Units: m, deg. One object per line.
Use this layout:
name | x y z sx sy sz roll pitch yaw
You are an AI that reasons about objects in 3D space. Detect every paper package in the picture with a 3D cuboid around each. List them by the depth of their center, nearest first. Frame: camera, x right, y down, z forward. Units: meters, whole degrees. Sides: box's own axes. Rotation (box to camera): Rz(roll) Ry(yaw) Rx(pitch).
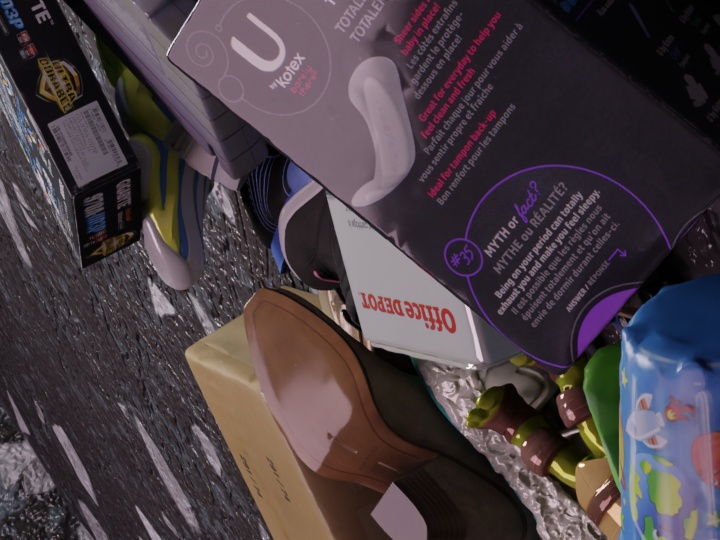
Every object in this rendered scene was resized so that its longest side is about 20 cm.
paper package | -0.020 0.125 1.522 0.201 0.103 0.190 64 164 -15

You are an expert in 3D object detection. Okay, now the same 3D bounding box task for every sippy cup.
sippy cup | 0.164 0.075 0.908 0.176 0.140 0.132 -1 113 26

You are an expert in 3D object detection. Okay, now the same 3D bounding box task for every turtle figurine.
turtle figurine | 0.135 0.105 1.125 0.162 0.064 0.201 51 141 20

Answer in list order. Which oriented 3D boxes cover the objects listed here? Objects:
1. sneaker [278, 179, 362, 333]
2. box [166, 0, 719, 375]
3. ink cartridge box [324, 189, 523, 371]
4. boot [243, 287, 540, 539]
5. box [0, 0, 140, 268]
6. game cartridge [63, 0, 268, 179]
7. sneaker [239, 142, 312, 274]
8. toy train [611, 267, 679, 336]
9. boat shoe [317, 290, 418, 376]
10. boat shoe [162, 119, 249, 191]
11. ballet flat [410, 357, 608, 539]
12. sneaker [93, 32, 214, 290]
sneaker | 0.000 0.000 1.223 0.200 0.070 0.100 130 139 -64
box | 0.047 -0.080 0.838 0.200 0.106 0.122 39 123 1
ink cartridge box | 0.038 -0.065 1.034 0.146 0.082 0.202 12 118 67
boot | 0.032 0.085 1.265 0.070 0.146 0.201 -43 73 32
box | -0.183 -0.098 1.286 0.160 0.046 0.200 63 170 8
game cartridge | -0.127 -0.150 1.173 0.200 0.038 0.130 46 163 27
sneaker | -0.040 -0.063 1.330 0.078 0.070 0.200 60 161 11
toy train | 0.104 0.004 1.100 0.046 0.034 0.200 62 164 -18
boat shoe | 0.032 0.079 1.355 0.201 0.071 0.064 64 163 -10
boat shoe | -0.074 -0.131 1.233 0.069 0.071 0.201 24 140 3
ballet flat | 0.105 0.092 1.212 0.201 0.071 0.072 54 162 12
sneaker | -0.101 -0.094 1.360 0.076 0.104 0.202 160 97 -80
